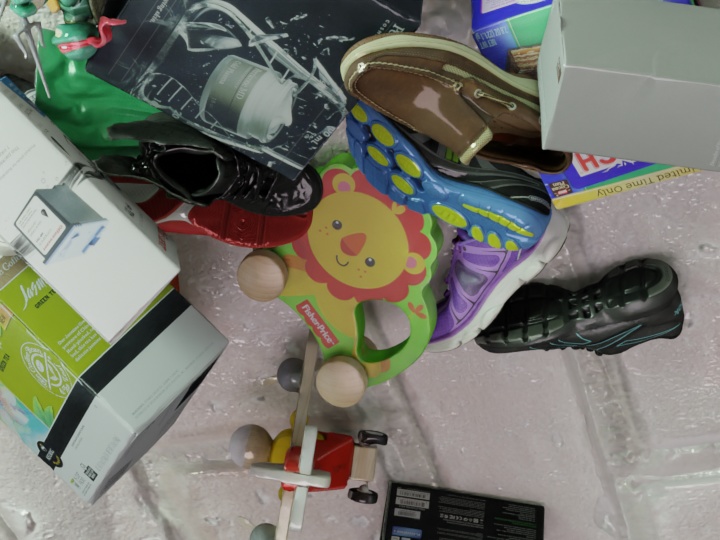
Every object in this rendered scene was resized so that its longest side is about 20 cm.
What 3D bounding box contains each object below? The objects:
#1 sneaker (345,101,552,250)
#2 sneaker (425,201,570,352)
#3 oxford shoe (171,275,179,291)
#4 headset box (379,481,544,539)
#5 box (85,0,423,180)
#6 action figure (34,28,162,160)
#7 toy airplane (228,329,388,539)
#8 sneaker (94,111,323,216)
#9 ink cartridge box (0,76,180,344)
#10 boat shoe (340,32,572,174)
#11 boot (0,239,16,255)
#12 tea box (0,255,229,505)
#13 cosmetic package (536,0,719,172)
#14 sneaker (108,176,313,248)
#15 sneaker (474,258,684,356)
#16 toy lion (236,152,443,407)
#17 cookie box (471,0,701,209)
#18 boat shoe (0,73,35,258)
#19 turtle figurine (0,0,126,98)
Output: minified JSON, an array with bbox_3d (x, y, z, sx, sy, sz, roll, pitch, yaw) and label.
[{"bbox_3d":[0.075,-0.090,1.482,0.199,0.083,0.071,29,141,2],"label":"sneaker"},{"bbox_3d":[0.107,-0.006,1.573,0.083,0.081,0.200,38,123,-4],"label":"sneaker"},{"bbox_3d":[-0.209,0.033,1.647,0.072,0.072,0.201,0,135,15],"label":"oxford shoe"},{"bbox_3d":[0.098,0.337,1.881,0.173,0.093,0.201,10,135,0],"label":"headset box"},{"bbox_3d":[-0.080,-0.210,1.354,0.196,0.125,0.200,26,133,-19],"label":"box"},{"bbox_3d":[-0.178,-0.137,1.470,0.198,0.055,0.119,4,94,-14],"label":"action figure"},{"bbox_3d":[-0.069,0.187,1.689,0.140,0.201,0.200,12,139,20],"label":"toy airplane"},{"bbox_3d":[-0.119,-0.079,1.415,0.198,0.104,0.060,20,106,-16],"label":"sneaker"},{"bbox_3d":[-0.240,-0.051,1.360,0.200,0.146,0.086,44,91,-12],"label":"ink cartridge box"},{"bbox_3d":[0.081,-0.120,1.307,0.201,0.075,0.075,11,139,-25],"label":"boat shoe"},{"bbox_3d":[-0.319,-0.122,1.447,0.200,0.072,0.145,51,133,21],"label":"boot"},{"bbox_3d":[-0.253,0.076,1.575,0.197,0.134,0.200,43,147,4],"label":"tea box"},{"bbox_3d":[0.234,-0.139,1.284,0.198,0.107,0.091,6,132,0],"label":"cosmetic package"},{"bbox_3d":[-0.144,-0.064,1.536,0.198,0.079,0.116,10,180,-7],"label":"sneaker"},{"bbox_3d":[0.203,0.052,1.599,0.198,0.076,0.079,-12,134,20],"label":"sneaker"},{"bbox_3d":[0.000,0.000,1.562,0.191,0.069,0.201,-30,104,27],"label":"toy lion"},{"bbox_3d":[0.201,-0.161,1.390,0.170,0.076,0.201,-15,131,20],"label":"cookie box"},{"bbox_3d":[-0.312,-0.090,1.548,0.066,0.070,0.201,38,140,23],"label":"boat shoe"},{"bbox_3d":[-0.240,-0.230,1.309,0.100,0.202,0.149,-12,-175,-24],"label":"turtle figurine"}]
